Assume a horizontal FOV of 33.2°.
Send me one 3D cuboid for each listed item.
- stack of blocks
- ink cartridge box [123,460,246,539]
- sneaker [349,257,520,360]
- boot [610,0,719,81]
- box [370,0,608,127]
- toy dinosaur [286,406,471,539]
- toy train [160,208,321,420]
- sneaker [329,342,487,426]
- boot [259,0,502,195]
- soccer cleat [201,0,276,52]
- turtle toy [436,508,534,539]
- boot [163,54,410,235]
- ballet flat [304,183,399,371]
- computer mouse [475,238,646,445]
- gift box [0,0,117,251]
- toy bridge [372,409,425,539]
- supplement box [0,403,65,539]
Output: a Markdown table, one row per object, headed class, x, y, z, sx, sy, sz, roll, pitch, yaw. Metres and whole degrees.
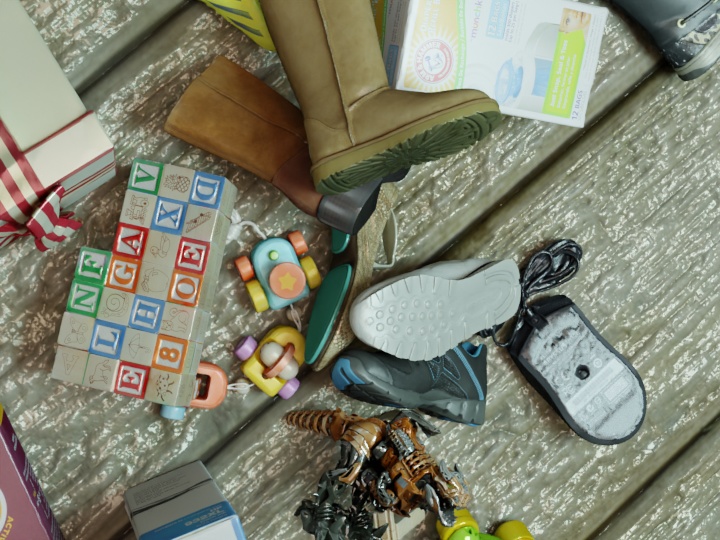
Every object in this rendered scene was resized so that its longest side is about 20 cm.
| class | x | y | z | sx | sy | sz | roll | pitch | yaw |
| --- | --- | --- | --- | --- | --- | --- | --- | --- | --- |
| stack of blocks | -0.188 | 0.009 | 1.061 | 0.113 | 0.059 | 0.203 | 12 | 85 | 6 |
| ink cartridge box | -0.137 | 0.265 | 1.043 | 0.083 | 0.200 | 0.147 | -21 | 99 | -13 |
| sneaker | 0.057 | 0.030 | 1.097 | 0.198 | 0.080 | 0.078 | -10 | 106 | -42 |
| boot | 0.326 | -0.310 | 1.179 | 0.153 | 0.073 | 0.205 | 36 | 84 | -12 |
| box | 0.107 | -0.204 | 1.096 | 0.197 | 0.101 | 0.114 | 7 | 100 | -24 |
| toy dinosaur | 0.011 | 0.182 | 1.090 | 0.101 | 0.199 | 0.137 | 24 | 92 | -32 |
| toy train | -0.112 | 0.049 | 1.105 | 0.148 | 0.056 | 0.203 | 15 | 91 | -15 |
| sneaker | 0.048 | 0.090 | 1.123 | 0.199 | 0.073 | 0.083 | 19 | 80 | -47 |
| boot | 0.009 | -0.183 | 0.992 | 0.173 | 0.066 | 0.203 | -18 | 74 | 12 |
| soccer cleat | -0.140 | -0.268 | 1.078 | 0.083 | 0.065 | 0.200 | -36 | 109 | 21 |
| turtle toy | 0.143 | 0.320 | 1.161 | 0.198 | 0.146 | 0.102 | 20 | 113 | -31 |
| boot | -0.050 | -0.134 | 1.090 | 0.198 | 0.069 | 0.189 | 29 | 55 | 11 |
| ballet flat | 0.000 | 0.000 | 1.106 | 0.065 | 0.070 | 0.203 | 20 | 74 | -24 |
| computer mouse | 0.206 | 0.082 | 1.196 | 0.138 | 0.053 | 0.201 | -36 | 90 | -7 |
| gift box | -0.313 | -0.096 | 0.983 | 0.199 | 0.185 | 0.188 | -34 | 93 | -6 |
| toy bridge | 0.037 | 0.240 | 1.154 | 0.027 | 0.067 | 0.203 | -4 | 97 | 27 |
| supplement box | -0.325 | 0.230 | 1.050 | 0.109 | 0.086 | 0.202 | -24 | 101 | -11 |
